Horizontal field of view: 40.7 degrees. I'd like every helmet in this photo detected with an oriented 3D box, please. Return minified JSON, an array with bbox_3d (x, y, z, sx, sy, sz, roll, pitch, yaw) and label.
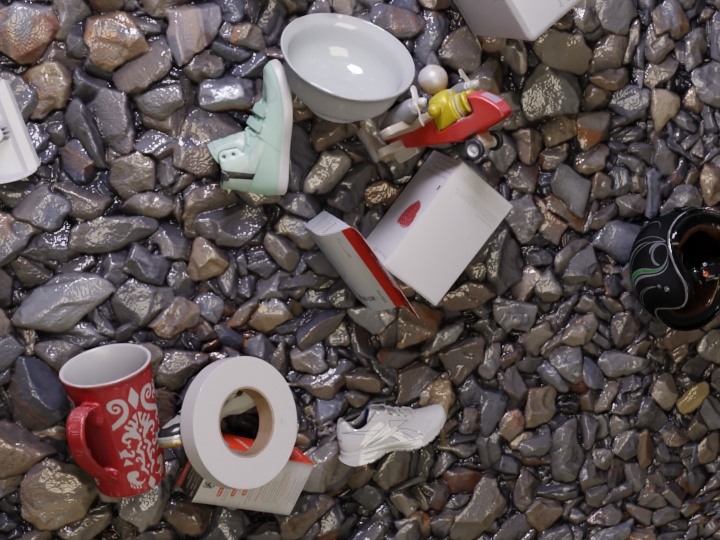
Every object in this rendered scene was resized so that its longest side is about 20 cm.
[{"bbox_3d":[0.558,-0.002,1.671,0.199,0.191,0.201,3,71,-7],"label":"helmet"}]

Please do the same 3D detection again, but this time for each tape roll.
[{"bbox_3d":[-0.181,0.231,1.475,0.202,0.037,0.204,10,76,-44],"label":"tape roll"}]

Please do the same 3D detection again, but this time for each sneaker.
[{"bbox_3d":[-0.243,0.200,1.500,0.200,0.075,0.088,-31,108,-44],"label":"sneaker"},{"bbox_3d":[0.052,0.264,1.642,0.199,0.074,0.087,-18,106,-14],"label":"sneaker"},{"bbox_3d":[-0.164,-0.209,1.426,0.118,0.074,0.201,-2,105,-17],"label":"sneaker"}]

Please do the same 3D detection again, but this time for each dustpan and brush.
[{"bbox_3d":[-0.554,-0.165,1.313,0.199,0.057,0.140,-21,111,-12],"label":"dustpan and brush"}]

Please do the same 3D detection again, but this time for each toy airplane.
[{"bbox_3d":[0.107,-0.236,1.454,0.198,0.200,0.142,-13,105,-6],"label":"toy airplane"}]

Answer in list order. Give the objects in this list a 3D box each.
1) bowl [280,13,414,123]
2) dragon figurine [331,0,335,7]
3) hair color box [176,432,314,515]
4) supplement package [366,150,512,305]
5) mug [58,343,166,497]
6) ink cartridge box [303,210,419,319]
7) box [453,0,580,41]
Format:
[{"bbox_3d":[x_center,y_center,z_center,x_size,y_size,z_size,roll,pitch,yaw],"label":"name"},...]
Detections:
[{"bbox_3d":[-0.027,-0.279,1.412,0.200,0.202,0.091,0,138,-19],"label":"bowl"},{"bbox_3d":[-0.124,-0.437,1.380,0.200,0.099,0.059,10,101,-41],"label":"dragon figurine"},{"bbox_3d":[-0.181,0.326,1.555,0.200,0.061,0.102,22,98,-42],"label":"hair color box"},{"bbox_3d":[0.118,-0.069,1.537,0.120,0.121,0.200,37,91,-25],"label":"supplement package"},{"bbox_3d":[-0.378,0.236,1.447,0.177,0.133,0.201,-29,122,-42],"label":"mug"},{"bbox_3d":[0.000,0.000,1.474,0.047,0.200,0.160,-38,113,-6],"label":"ink cartridge box"},{"bbox_3d":[0.218,-0.466,1.412,0.171,0.200,0.199,-41,115,-6],"label":"box"}]
